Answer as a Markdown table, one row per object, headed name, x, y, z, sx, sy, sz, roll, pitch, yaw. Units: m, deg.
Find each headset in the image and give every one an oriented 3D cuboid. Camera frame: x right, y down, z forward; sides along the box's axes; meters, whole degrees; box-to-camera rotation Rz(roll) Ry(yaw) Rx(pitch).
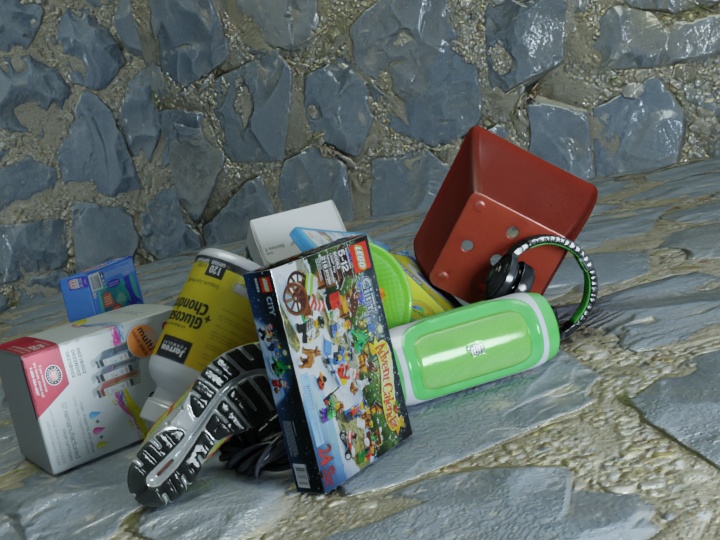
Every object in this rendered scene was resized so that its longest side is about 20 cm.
| name | x | y | z | sx | sy | sz | roll | pitch | yaw |
| --- | --- | --- | --- | --- | --- | --- | --- | --- | --- |
| headset | 0.188 | 0.040 | 1.097 | 0.199 | 0.124 | 0.094 | -34 | 9 | -3 |

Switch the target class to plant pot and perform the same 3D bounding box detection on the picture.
| name | x | y | z | sx | sy | sz | roll | pitch | yaw |
| --- | --- | --- | --- | --- | --- | --- | --- | --- | --- |
| plant pot | 0.183 | -0.041 | 1.199 | 0.198 | 0.202 | 0.177 | 27 | 24 | 1 |

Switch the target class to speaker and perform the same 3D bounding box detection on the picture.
| name | x | y | z | sx | sy | sz | roll | pitch | yaw |
| --- | --- | --- | --- | --- | --- | --- | --- | --- | --- |
| speaker | 0.114 | 0.085 | 0.996 | 0.197 | 0.090 | 0.088 | -15 | 8 | -12 |

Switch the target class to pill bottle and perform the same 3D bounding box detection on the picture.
| name | x | y | z | sx | sy | sz | roll | pitch | yaw |
| --- | --- | --- | --- | --- | --- | --- | --- | --- | --- |
| pill bottle | -0.170 | 0.086 | 1.026 | 0.111 | 0.202 | 0.112 | 21 | -15 | 6 |

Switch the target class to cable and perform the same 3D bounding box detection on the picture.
| name | x | y | z | sx | sy | sz | roll | pitch | yaw |
| --- | --- | --- | --- | --- | --- | --- | --- | --- | --- |
| cable | -0.071 | 0.154 | 0.930 | 0.161 | 0.052 | 0.200 | -15 | 8 | 24 |

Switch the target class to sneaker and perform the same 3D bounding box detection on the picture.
| name | x | y | z | sx | sy | sz | roll | pitch | yaw |
| --- | --- | --- | --- | --- | --- | --- | --- | --- | --- |
| sneaker | -0.155 | 0.142 | 0.905 | 0.200 | 0.078 | 0.090 | -41 | 8 | -16 |

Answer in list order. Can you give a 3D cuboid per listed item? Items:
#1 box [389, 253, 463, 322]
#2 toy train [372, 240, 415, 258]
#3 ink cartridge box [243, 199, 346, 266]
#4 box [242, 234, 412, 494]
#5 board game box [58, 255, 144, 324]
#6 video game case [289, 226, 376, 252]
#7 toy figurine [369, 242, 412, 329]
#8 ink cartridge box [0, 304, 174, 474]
| name | x | y | z | sx | sy | sz | roll | pitch | yaw |
| --- | --- | --- | --- | --- | --- | --- | --- | --- | --- |
| box | 0.071 | 0.032 | 1.172 | 0.048 | 0.117 | 0.200 | -48 | -12 | 11 |
| toy train | 0.023 | 0.010 | 1.441 | 0.113 | 0.088 | 0.200 | 16 | -13 | -2 |
| ink cartridge box | -0.110 | -0.019 | 1.472 | 0.144 | 0.085 | 0.201 | -16 | -21 | -19 |
| box | -0.025 | 0.081 | 0.832 | 0.037 | 0.203 | 0.136 | -7 | 10 | 41 |
| board game box | -0.345 | 0.092 | 1.281 | 0.044 | 0.203 | 0.152 | -12 | 7 | 12 |
| video game case | 0.000 | 0.000 | 1.245 | 0.018 | 0.144 | 0.199 | -47 | -21 | 20 |
| toy figurine | -0.056 | 0.058 | 0.998 | 0.150 | 0.201 | 0.184 | 36 | 12 | 22 |
| ink cartridge box | -0.323 | 0.137 | 1.125 | 0.198 | 0.148 | 0.144 | -19 | 10 | -34 |
